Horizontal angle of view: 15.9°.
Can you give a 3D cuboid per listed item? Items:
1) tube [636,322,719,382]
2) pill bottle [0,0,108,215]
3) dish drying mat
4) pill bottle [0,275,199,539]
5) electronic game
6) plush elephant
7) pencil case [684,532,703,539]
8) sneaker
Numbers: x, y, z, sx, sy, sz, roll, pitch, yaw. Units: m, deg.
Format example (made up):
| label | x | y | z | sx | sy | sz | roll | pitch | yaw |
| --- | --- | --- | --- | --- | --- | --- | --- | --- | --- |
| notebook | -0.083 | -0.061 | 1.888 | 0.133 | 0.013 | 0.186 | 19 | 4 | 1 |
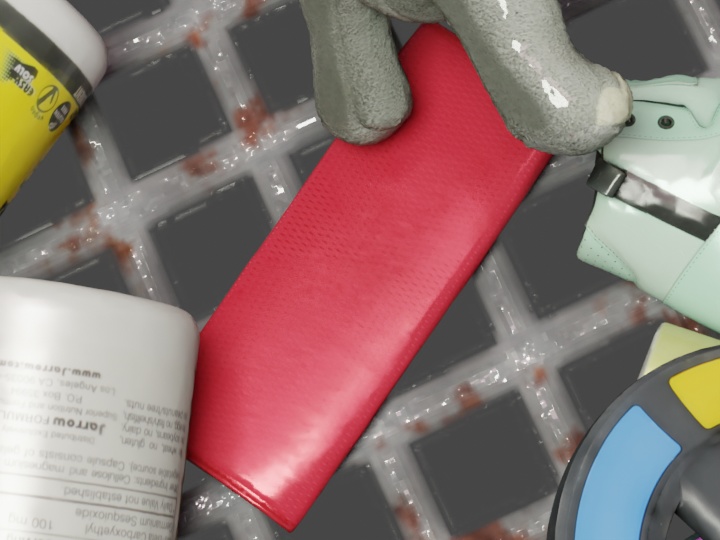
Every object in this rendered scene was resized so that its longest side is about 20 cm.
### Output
| label | x | y | z | sx | sy | sz | roll | pitch | yaw |
| --- | --- | --- | --- | --- | --- | --- | --- | --- | --- |
| tube | 0.195 | 0.075 | 0.947 | 0.199 | 0.058 | 0.052 | 21 | 45 | 8 |
| pill bottle | -0.197 | -0.037 | 0.999 | 0.112 | 0.112 | 0.200 | 34 | 82 | 15 |
| dish drying mat | 0.000 | 0.000 | 1.011 | 0.077 | 0.018 | 0.200 | 32 | 80 | 16 |
| pill bottle | -0.125 | 0.109 | 0.944 | 0.114 | 0.114 | 0.201 | 5 | 82 | 9 |
| electronic game | 0.157 | 0.113 | 0.865 | 0.199 | 0.042 | 0.201 | 8 | 57 | -13 |
| plush elephant | 0.051 | -0.155 | 0.959 | 0.155 | 0.164 | 0.201 | -32 | 105 | -29 |
| pencil case | 0.158 | 0.180 | 0.902 | 0.092 | 0.085 | 0.201 | -41 | 71 | 30 |
| sneaker | 0.150 | -0.078 | 0.978 | 0.118 | 0.074 | 0.201 | 21 | 81 | 6 |
